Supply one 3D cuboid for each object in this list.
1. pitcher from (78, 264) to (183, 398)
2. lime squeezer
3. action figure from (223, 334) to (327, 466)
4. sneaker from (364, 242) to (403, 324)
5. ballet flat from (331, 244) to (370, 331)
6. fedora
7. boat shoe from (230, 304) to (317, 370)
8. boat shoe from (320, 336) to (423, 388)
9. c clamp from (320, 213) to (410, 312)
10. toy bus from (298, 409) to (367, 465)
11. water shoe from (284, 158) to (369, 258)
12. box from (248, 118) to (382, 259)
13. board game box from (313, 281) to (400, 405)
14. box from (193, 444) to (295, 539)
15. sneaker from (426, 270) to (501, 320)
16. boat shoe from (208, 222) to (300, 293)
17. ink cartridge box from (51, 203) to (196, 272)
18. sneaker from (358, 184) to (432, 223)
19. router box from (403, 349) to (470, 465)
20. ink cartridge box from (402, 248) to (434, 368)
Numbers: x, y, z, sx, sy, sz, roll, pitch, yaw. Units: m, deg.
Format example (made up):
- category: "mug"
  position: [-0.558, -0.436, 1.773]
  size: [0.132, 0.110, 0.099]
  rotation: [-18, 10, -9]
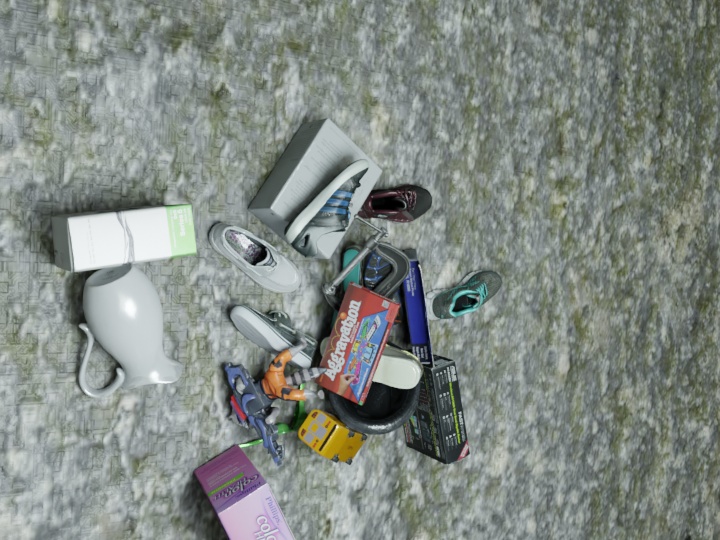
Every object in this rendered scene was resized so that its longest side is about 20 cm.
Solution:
- category: "pitcher"
  position: [-0.399, 0.104, 1.364]
  size: [0.168, 0.121, 0.204]
  rotation: [-20, 115, -12]
- category: "lime squeezer"
  position: [-0.144, 0.278, 1.564]
  size: [0.200, 0.037, 0.071]
  rotation: [-48, 115, -18]
- category: "action figure"
  position: [-0.149, 0.238, 1.493]
  size: [0.191, 0.104, 0.203]
  rotation: [-27, 79, 16]
- category: "sneaker"
  position: [0.044, 0.017, 1.604]
  size: [0.073, 0.080, 0.202]
  rotation: [-3, 137, -1]
- category: "ballet flat"
  position: [-0.010, 0.053, 1.617]
  size: [0.063, 0.066, 0.205]
  rotation: [4, 94, -61]
- category: "fedora"
  position: [0.024, 0.236, 1.607]
  size: [0.195, 0.092, 0.204]
  rotation: [3, 55, -4]
- category: "boat shoe"
  position: [-0.157, 0.109, 1.535]
  size: [0.200, 0.071, 0.072]
  rotation: [42, 64, -36]
- category: "boat shoe"
  position: [0.022, 0.168, 1.559]
  size: [0.060, 0.198, 0.074]
  rotation: [-24, 129, -70]
- category: "c clamp"
  position: [0.000, 0.000, 1.513]
  size: [0.169, 0.027, 0.201]
  rotation: [24, 119, -31]
- category: "toy bus"
  position: [-0.048, 0.313, 1.562]
  size: [0.066, 0.078, 0.200]
  rotation: [-56, 161, -5]
- category: "water shoe"
  position: [-0.045, -0.106, 1.449]
  size: [0.079, 0.071, 0.200]
  rotation: [46, 80, -7]
- category: "box"
  position: [-0.082, -0.148, 1.531]
  size: [0.152, 0.106, 0.202]
  rotation: [40, 73, -27]
- category: "board game box"
  position: [-0.007, 0.133, 1.515]
  size: [0.101, 0.019, 0.204]
  rotation: [23, 105, 12]
- category: "box"
  position: [-0.194, 0.430, 1.446]
  size: [0.095, 0.199, 0.179]
  rotation: [-28, 108, -18]
- category: "sneaker"
  position: [0.231, 0.058, 1.742]
  size: [0.197, 0.091, 0.079]
  rotation: [-25, 106, -27]
- category: "boat shoe"
  position: [-0.180, -0.022, 1.503]
  size: [0.199, 0.068, 0.073]
  rotation: [42, 73, -26]
- category: "ink cartridge box"
  position: [-0.381, -0.056, 1.336]
  size: [0.196, 0.145, 0.086]
  rotation: [-9, 98, -30]
- category: "sneaker"
  position: [0.080, -0.127, 1.624]
  size: [0.196, 0.115, 0.078]
  rotation: [-8, 98, -30]
- category: "router box"
  position: [0.140, 0.270, 1.668]
  size: [0.061, 0.149, 0.205]
  rotation: [-15, 102, -28]
- category: "ink cartridge box"
  position: [0.106, 0.071, 1.615]
  size: [0.040, 0.200, 0.205]
  rotation: [-8, 98, 2]
